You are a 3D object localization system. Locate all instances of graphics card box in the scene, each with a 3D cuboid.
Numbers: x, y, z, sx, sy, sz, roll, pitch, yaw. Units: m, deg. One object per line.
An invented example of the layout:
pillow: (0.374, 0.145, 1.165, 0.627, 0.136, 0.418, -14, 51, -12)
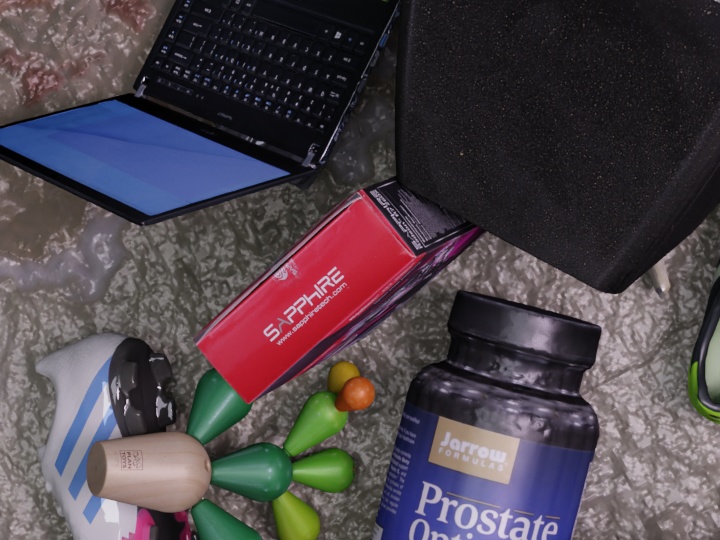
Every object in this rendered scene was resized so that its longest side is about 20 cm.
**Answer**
graphics card box: (0.000, 0.000, 1.268, 0.125, 0.200, 0.051, -42, 86, 19)

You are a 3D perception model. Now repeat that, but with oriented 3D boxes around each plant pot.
plant pot: (0.129, -0.107, 1.207, 0.200, 0.199, 0.178, 28, 117, 16)

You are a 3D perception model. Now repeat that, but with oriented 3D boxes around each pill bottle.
pill bottle: (0.070, 0.118, 1.310, 0.111, 0.112, 0.201, 14, 93, 9)

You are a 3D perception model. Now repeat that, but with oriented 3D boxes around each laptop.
laptop: (-0.094, -0.121, 1.293, 0.177, 0.103, 0.200, 25, 87, 44)

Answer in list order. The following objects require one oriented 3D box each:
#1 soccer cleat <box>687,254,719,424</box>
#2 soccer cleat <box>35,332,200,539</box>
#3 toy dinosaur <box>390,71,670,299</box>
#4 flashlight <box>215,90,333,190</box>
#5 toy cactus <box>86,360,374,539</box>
soccer cleat: (0.231, -0.009, 1.298, 0.067, 0.081, 0.201, 17, 92, 9)
soccer cleat: (-0.147, 0.137, 1.376, 0.086, 0.070, 0.201, -5, 90, 30)
toy dinosaur: (0.117, -0.078, 1.337, 0.200, 0.047, 0.088, 36, 110, 7)
flashlight: (-0.006, -0.146, 1.350, 0.068, 0.068, 0.200, 32, 90, 18)
toy cactus: (-0.070, 0.117, 1.321, 0.165, 0.102, 0.201, 4, 79, -29)
